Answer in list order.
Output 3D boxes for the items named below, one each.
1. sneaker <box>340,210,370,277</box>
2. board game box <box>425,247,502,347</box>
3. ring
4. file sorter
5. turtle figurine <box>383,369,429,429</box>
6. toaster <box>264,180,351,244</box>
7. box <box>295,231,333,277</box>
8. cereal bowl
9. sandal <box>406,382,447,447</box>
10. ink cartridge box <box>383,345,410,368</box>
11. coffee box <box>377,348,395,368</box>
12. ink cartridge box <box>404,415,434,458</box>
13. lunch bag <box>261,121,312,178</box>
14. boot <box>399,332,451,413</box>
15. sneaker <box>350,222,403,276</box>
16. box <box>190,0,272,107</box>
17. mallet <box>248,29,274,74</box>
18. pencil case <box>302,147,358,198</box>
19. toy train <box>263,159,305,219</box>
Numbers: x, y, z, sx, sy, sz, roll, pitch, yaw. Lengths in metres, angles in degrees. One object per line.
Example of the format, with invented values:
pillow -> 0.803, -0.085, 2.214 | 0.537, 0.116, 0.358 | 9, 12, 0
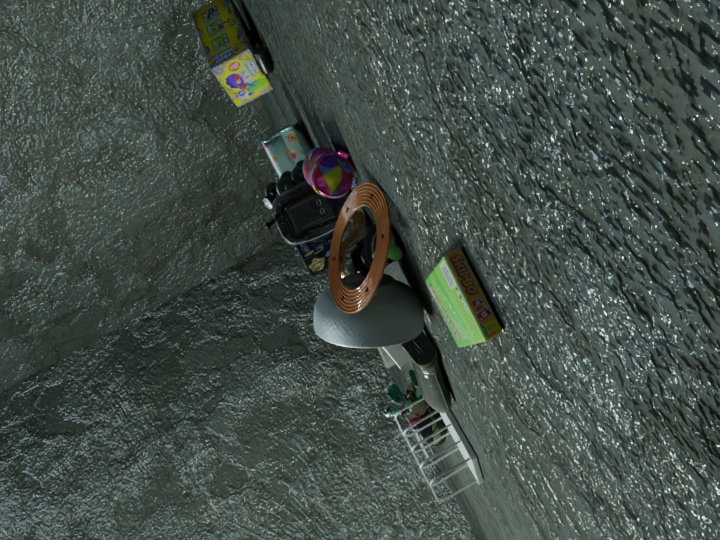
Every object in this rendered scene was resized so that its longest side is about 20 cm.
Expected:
sneaker -> 0.001, -0.035, 1.354 | 0.088, 0.074, 0.202 | 54, -154, -24
board game box -> 0.113, 0.038, 0.804 | 0.097, 0.029, 0.200 | 64, 174, 7
ring -> 0.000, -0.034, 1.090 | 0.199, 0.019, 0.206 | -30, 56, 56
file sorter -> 0.181, 0.410, 1.621 | 0.202, 0.122, 0.140 | 59, 175, 41
turtle figurine -> 0.127, 0.311, 1.720 | 0.100, 0.151, 0.201 | 32, 166, 22
toaster -> -0.115, -0.131, 1.500 | 0.116, 0.196, 0.129 | 65, 175, -13
box -> -0.070, -0.064, 1.643 | 0.047, 0.156, 0.200 | 61, 176, -17
cereal bowl -> 0.014, 0.056, 1.188 | 0.200, 0.194, 0.086 | -127, 35, -69
sandal -> 0.181, 0.370, 1.815 | 0.057, 0.079, 0.203 | 43, -163, -39
ink cartridge box -> 0.050, 0.131, 1.673 | 0.201, 0.067, 0.116 | 51, 177, -3
coffee box -> 0.062, 0.153, 1.856 | 0.115, 0.078, 0.202 | 60, 175, 39
ink cartridge box -> 0.278, 0.780, 3.316 | 0.204, 0.043, 0.198 | 62, 176, -2
lunch bag -> -0.179, -0.301, 1.873 | 0.173, 0.120, 0.200 | 62, -175, -14
boot -> 0.120, 0.174, 1.405 | 0.184, 0.071, 0.201 | 63, -177, 36
sneaker -> 0.017, -0.035, 1.193 | 0.078, 0.082, 0.200 | 63, 176, 0
box -> -0.352, -0.604, 1.924 | 0.200, 0.119, 0.197 | 55, -168, -69
mallet -> -0.276, -0.600, 1.849 | 0.066, 0.040, 0.203 | 66, 180, -52
pencil case -> -0.061, -0.188, 1.309 | 0.090, 0.087, 0.200 | 64, 174, -17
toy train -> -0.137, -0.184, 1.622 | 0.084, 0.200, 0.116 | -9, 118, 53
